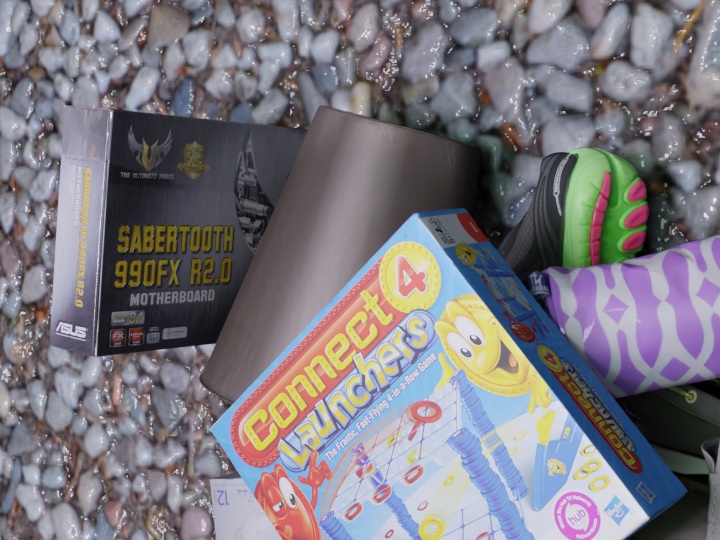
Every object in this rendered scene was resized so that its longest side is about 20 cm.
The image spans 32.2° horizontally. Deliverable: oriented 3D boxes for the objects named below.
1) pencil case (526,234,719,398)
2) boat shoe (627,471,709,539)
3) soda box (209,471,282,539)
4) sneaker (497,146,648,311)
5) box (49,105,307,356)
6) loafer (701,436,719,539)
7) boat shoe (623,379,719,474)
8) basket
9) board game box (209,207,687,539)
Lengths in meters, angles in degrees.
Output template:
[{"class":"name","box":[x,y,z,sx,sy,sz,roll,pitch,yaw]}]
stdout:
[{"class":"pencil case","box":[0.197,0.017,0.702,0.199,0.086,0.084,-10,126,8]},{"class":"boat shoe","box":[0.251,0.163,0.722,0.199,0.068,0.072,24,98,31]},{"class":"soda box","box":[-0.010,0.171,0.888,0.199,0.068,0.064,-7,89,32]},{"class":"sneaker","box":[0.127,0.017,0.801,0.084,0.076,0.201,39,119,56]},{"class":"box","box":[-0.120,-0.028,0.872,0.048,0.200,0.159,9,96,35]},{"class":"loafer","box":[0.215,0.111,0.661,0.070,0.070,0.201,36,121,51]},{"class":"boat shoe","box":[0.245,0.095,0.718,0.201,0.072,0.061,11,103,36]},{"class":"basket","box":[0.000,0.000,0.837,0.179,0.136,0.201,15,96,8]},{"class":"board game box","box":[0.039,0.104,0.690,0.200,0.056,0.196,-47,70,27]}]
